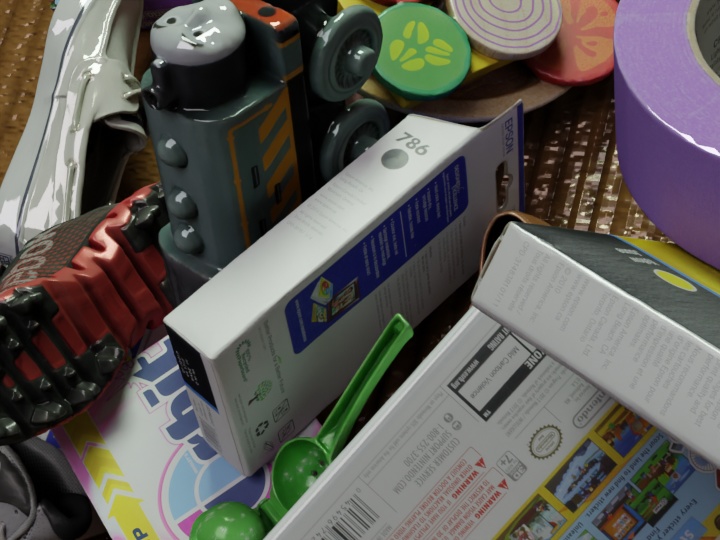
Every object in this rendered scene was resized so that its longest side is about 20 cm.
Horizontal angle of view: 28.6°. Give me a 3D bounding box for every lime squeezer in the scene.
[{"bbox_3d":[-0.046,0.103,0.622,0.200,0.071,0.038,-39,74,-6],"label":"lime squeezer"}]

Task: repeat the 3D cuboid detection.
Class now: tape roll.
[{"bbox_3d":[0.209,-0.081,0.604,0.199,0.066,0.201,-6,45,6],"label":"tape roll"}]

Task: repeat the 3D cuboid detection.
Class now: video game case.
[{"bbox_3d":[0.071,0.126,0.606,0.182,0.023,0.200,42,89,2],"label":"video game case"}]

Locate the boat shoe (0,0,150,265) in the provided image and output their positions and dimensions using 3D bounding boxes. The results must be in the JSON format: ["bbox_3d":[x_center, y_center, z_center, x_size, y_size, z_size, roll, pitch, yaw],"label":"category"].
[{"bbox_3d":[-0.155,-0.090,0.830,0.065,0.072,0.201,9,68,18],"label":"boat shoe"}]

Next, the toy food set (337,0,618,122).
[{"bbox_3d":[0.047,-0.164,0.735,0.200,0.049,0.198,-27,74,-24],"label":"toy food set"}]

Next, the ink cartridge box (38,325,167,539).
[{"bbox_3d":[-0.167,0.082,0.810,0.094,0.037,0.201,11,72,31],"label":"ink cartridge box"}]

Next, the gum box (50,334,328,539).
[{"bbox_3d":[-0.057,0.123,0.694,0.113,0.066,0.200,-34,55,-8],"label":"gum box"}]

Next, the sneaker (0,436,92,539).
[{"bbox_3d":[-0.185,0.161,0.721,0.115,0.075,0.201,-16,79,27],"label":"sneaker"}]

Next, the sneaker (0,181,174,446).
[{"bbox_3d":[-0.157,0.026,0.721,0.098,0.071,0.200,-14,23,40],"label":"sneaker"}]

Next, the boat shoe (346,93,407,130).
[{"bbox_3d":[-0.004,-0.137,0.790,0.074,0.075,0.203,1,70,30],"label":"boat shoe"}]

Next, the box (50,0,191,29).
[{"bbox_3d":[-0.116,-0.254,0.925,0.136,0.039,0.201,1,69,30],"label":"box"}]

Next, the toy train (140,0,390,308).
[{"bbox_3d":[-0.046,-0.053,0.670,0.085,0.200,0.114,31,54,29],"label":"toy train"}]

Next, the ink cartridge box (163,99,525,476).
[{"bbox_3d":[0.000,0.000,0.670,0.200,0.100,0.039,-39,56,-23],"label":"ink cartridge box"}]

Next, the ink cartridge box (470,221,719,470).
[{"bbox_3d":[0.173,0.048,0.538,0.200,0.197,0.047,33,106,36],"label":"ink cartridge box"}]

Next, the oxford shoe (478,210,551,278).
[{"bbox_3d":[0.081,0.065,0.659,0.071,0.071,0.201,-17,63,20],"label":"oxford shoe"}]
